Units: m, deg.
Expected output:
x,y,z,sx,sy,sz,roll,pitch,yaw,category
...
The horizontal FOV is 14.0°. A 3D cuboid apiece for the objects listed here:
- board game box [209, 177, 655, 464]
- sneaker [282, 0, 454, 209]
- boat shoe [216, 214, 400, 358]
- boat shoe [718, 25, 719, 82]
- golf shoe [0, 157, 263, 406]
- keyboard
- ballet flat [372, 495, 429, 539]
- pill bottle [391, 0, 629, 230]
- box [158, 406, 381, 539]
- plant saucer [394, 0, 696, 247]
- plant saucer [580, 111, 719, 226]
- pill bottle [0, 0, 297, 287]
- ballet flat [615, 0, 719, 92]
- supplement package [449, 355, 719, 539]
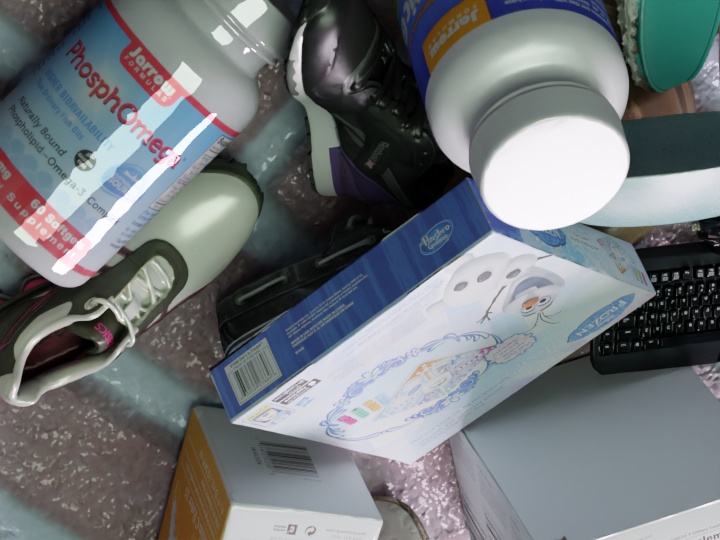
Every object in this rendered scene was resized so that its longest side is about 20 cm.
x,y,z,sx,sy,sz,roll,pitch,yaw,category
0.045,0.035,1.722,0.200,0.044,0.199,-36,152,21,board game box
0.015,-0.102,1.662,0.087,0.076,0.200,16,156,16,sneaker
0.000,0.000,1.752,0.199,0.071,0.072,-26,155,4,boat shoe
0.252,-0.185,1.749,0.062,0.071,0.201,-32,128,-49,boat shoe
-0.135,0.014,1.721,0.200,0.088,0.077,-36,118,2,golf shoe
0.235,0.008,1.821,0.199,0.040,0.105,-7,101,-27,keyboard
0.024,0.233,1.899,0.067,0.046,0.201,0,113,19,ballet flat
0.082,-0.120,1.596,0.111,0.201,0.112,-7,135,-8,pill bottle
-0.070,0.204,1.801,0.097,0.124,0.201,8,112,-19,box
0.114,-0.074,1.781,0.199,0.029,0.201,-7,118,-13,plant saucer
0.175,-0.055,1.675,0.200,0.201,0.039,-11,102,-11,plant saucer
-0.129,-0.094,1.656,0.200,0.109,0.109,-44,118,7,pill bottle
0.182,-0.206,1.716,0.071,0.072,0.201,-4,119,-14,ballet flat
0.159,0.148,1.802,0.155,0.200,0.111,-17,119,-9,supplement package
